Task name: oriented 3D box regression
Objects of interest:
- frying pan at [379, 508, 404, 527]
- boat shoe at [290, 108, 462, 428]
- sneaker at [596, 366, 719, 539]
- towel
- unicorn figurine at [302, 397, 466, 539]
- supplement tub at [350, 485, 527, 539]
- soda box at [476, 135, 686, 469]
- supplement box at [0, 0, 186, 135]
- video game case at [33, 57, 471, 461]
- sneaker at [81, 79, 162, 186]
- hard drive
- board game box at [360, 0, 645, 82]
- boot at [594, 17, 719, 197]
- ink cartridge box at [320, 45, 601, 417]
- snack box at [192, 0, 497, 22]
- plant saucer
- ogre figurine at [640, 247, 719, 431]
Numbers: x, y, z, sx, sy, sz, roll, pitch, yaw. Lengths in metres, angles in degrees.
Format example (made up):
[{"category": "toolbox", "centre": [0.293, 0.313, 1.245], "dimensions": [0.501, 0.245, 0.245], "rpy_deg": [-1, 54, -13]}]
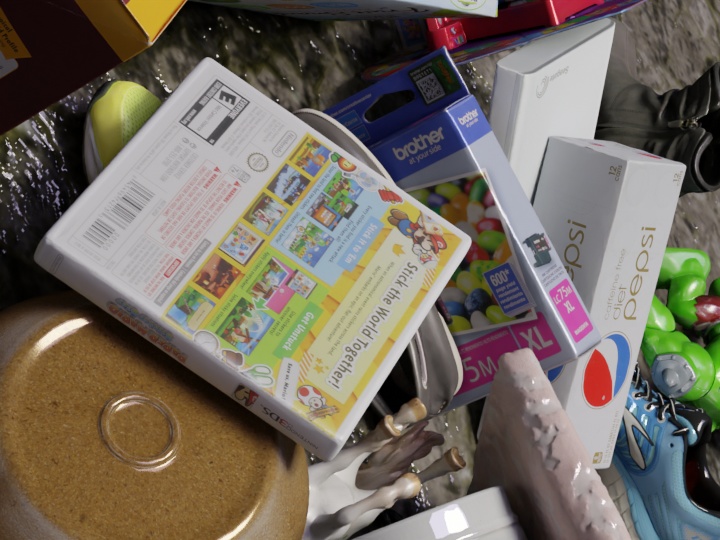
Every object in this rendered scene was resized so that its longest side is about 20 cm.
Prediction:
[{"category": "frying pan", "centre": [0.067, 0.233, 1.506], "dimensions": [0.190, 0.031, 0.115], "rpy_deg": [37, 37, -18]}, {"category": "boat shoe", "centre": [0.000, 0.000, 1.533], "dimensions": [0.201, 0.067, 0.057], "rpy_deg": [63, 31, -8]}, {"category": "sneaker", "centre": [0.189, 0.095, 1.694], "dimensions": [0.201, 0.090, 0.078], "rpy_deg": [61, 36, -5]}, {"category": "towel", "centre": [0.112, 0.171, 1.438], "dimensions": [0.032, 0.191, 0.200], "rpy_deg": [-18, 61, -17]}, {"category": "unicorn figurine", "centre": [-0.028, 0.121, 1.392], "dimensions": [0.200, 0.137, 0.074], "rpy_deg": [26, 38, -60]}, {"category": "supplement tub", "centre": [0.055, 0.232, 1.406], "dimensions": [0.132, 0.132, 0.201], "rpy_deg": [-10, 77, -54]}, {"category": "soda box", "centre": [0.136, 0.021, 1.608], "dimensions": [0.068, 0.064, 0.201], "rpy_deg": [2, 104, -50]}, {"category": "supplement box", "centre": [-0.200, -0.179, 1.269], "dimensions": [0.198, 0.200, 0.133], "rpy_deg": [53, 37, -16]}, {"category": "video game case", "centre": [-0.051, -0.011, 1.361], "dimensions": [0.182, 0.023, 0.200], "rpy_deg": [34, 39, 1]}, {"category": "sneaker", "centre": [-0.073, -0.029, 1.436], "dimensions": [0.200, 0.090, 0.078], "rpy_deg": [53, 38, -13]}, {"category": "hard drive", "centre": [0.108, -0.050, 1.627], "dimensions": [0.132, 0.027, 0.201], "rpy_deg": [-33, 137, -54]}, {"category": "board game box", "centre": [0.090, -0.168, 1.628], "dimensions": [0.158, 0.199, 0.039], "rpy_deg": [-112, -176, -79]}, {"category": "boot", "centre": [0.210, -0.114, 1.814], "dimensions": [0.068, 0.130, 0.201], "rpy_deg": [37, 44, -34]}, {"category": "ink cartridge box", "centre": [0.048, -0.021, 1.560], "dimensions": [0.042, 0.119, 0.201], "rpy_deg": [-30, 94, -53]}, {"category": "snack box", "centre": [-0.031, -0.181, 1.534], "dimensions": [0.200, 0.142, 0.053], "rpy_deg": [2, 92, -52]}, {"category": "plant saucer", "centre": [-0.114, 0.086, 1.286], "dimensions": [0.199, 0.035, 0.201], "rpy_deg": [12, 54, -16]}, {"category": "ogre figurine", "centre": [0.245, 0.052, 1.791], "dimensions": [0.200, 0.098, 0.120], "rpy_deg": [42, 28, -45]}]
